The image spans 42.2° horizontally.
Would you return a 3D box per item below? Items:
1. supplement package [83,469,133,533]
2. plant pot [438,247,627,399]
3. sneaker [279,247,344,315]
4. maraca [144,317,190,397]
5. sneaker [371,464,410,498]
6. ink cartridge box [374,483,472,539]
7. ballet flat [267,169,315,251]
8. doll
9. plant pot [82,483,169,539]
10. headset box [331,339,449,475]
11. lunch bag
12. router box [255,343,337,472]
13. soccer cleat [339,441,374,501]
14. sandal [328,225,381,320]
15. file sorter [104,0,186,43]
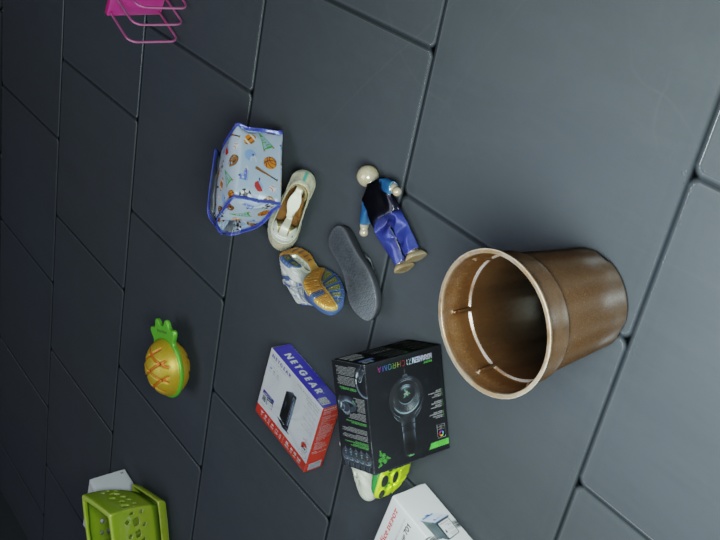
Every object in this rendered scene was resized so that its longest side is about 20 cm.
[{"bbox_3d":[-0.740,0.712,2.774,0.117,0.117,0.201,44,130,37],"label":"supplement package"},{"bbox_3d":[0.245,0.056,1.276,0.200,0.198,0.201,15,110,49],"label":"plant pot"},{"bbox_3d":[-0.091,0.037,1.823,0.200,0.075,0.088,47,144,44],"label":"sneaker"},{"bbox_3d":[-0.485,0.219,2.331,0.137,0.107,0.201,4,102,44],"label":"maraca"},{"bbox_3d":[0.044,0.315,1.706,0.083,0.074,0.201,9,97,48],"label":"sneaker"},{"bbox_3d":[0.123,0.501,1.636,0.200,0.086,0.147,44,131,35],"label":"ink cartridge box"},{"bbox_3d":[-0.143,-0.109,1.834,0.062,0.067,0.200,-75,6,-55],"label":"ballet flat"},{"bbox_3d":[0.041,-0.095,1.625,0.136,0.048,0.201,-43,65,47],"label":"doll"},{"bbox_3d":[-0.646,0.715,2.600,0.199,0.181,0.201,9,105,50],"label":"plant pot"},{"bbox_3d":[0.053,0.234,1.586,0.093,0.174,0.201,4,101,52],"label":"headset box"},{"bbox_3d":[-0.240,-0.177,1.881,0.200,0.123,0.171,144,132,-61],"label":"lunch bag"},{"bbox_3d":[-0.133,0.283,1.941,0.200,0.049,0.180,44,131,37],"label":"router box"},{"bbox_3d":[-0.005,0.344,1.768,0.069,0.077,0.201,9,106,51],"label":"soccer cleat"},{"bbox_3d":[0.000,-0.001,1.715,0.076,0.043,0.201,-47,52,39],"label":"sandal"},{"bbox_3d":[-0.459,-0.620,2.071,0.126,0.139,0.200,54,136,25],"label":"file sorter"}]
